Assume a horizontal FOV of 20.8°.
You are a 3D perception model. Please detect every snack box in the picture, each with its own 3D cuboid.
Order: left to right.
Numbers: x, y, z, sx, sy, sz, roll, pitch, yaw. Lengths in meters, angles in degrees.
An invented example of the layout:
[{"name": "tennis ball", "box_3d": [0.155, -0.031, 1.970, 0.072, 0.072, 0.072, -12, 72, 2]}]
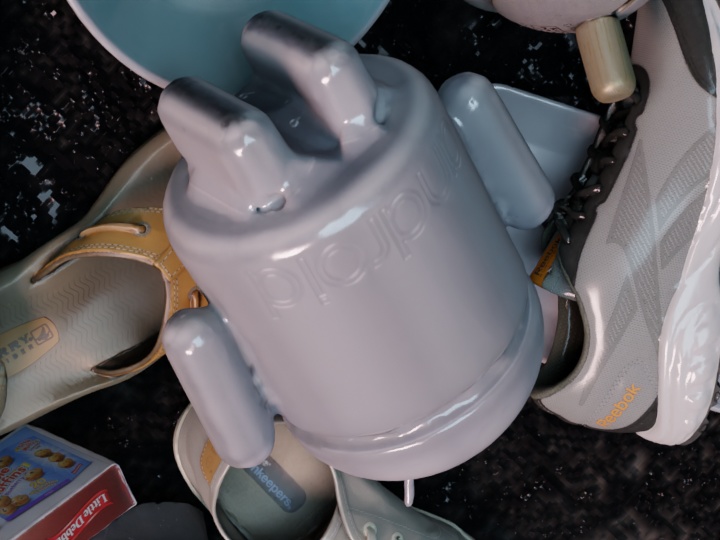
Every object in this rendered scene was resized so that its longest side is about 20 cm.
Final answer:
[{"name": "snack box", "box_3d": [-0.182, 0.128, 0.741, 0.200, 0.072, 0.024, -37, 120, -29]}]

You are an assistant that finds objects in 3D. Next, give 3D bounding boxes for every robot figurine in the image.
[{"name": "robot figurine", "box_3d": [0.000, 0.000, 0.744, 0.169, 0.113, 0.201, -38, 125, -11]}]

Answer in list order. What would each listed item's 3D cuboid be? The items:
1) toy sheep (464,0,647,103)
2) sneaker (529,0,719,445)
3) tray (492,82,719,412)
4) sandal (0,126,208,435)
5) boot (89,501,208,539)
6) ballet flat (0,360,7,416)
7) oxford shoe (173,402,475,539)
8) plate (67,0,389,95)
[{"name": "toy sheep", "box_3d": [0.078, -0.163, 0.747, 0.137, 0.138, 0.202, -7, 75, -11]}, {"name": "sneaker", "box_3d": [0.111, -0.028, 0.794, 0.079, 0.074, 0.202, 4, 100, -7]}, {"name": "tray", "box_3d": [0.126, -0.003, 0.849, 0.198, 0.022, 0.108, 16, 96, -14]}, {"name": "sandal", "box_3d": [-0.097, 0.006, 0.785, 0.199, 0.054, 0.081, -34, 105, -4]}, {"name": "boot", "box_3d": [-0.047, 0.186, 0.782, 0.164, 0.201, 0.066, -3, 141, -33]}, {"name": "ballet flat", "box_3d": [-0.207, 0.104, 0.728, 0.199, 0.062, 0.068, -32, 148, -16]}, {"name": "oxford shoe", "box_3d": [0.002, 0.124, 0.828, 0.200, 0.058, 0.075, 42, 87, -18]}, {"name": "plate", "box_3d": [-0.049, -0.166, 0.746, 0.199, 0.025, 0.202, -14, 110, -40]}]
